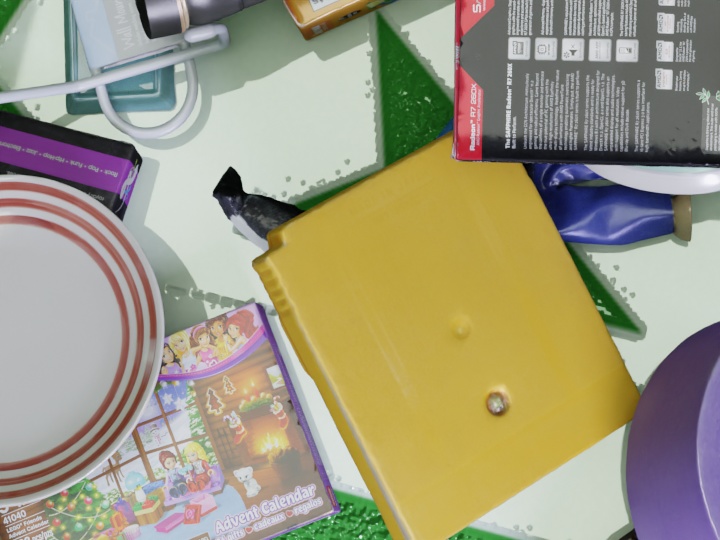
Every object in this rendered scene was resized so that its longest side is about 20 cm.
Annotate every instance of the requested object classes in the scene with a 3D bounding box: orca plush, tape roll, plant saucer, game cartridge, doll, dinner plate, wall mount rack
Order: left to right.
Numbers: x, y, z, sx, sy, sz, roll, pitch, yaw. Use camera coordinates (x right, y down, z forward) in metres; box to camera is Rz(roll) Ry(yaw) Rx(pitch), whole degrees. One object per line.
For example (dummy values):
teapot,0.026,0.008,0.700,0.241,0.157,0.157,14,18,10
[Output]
dinner plate,-0.212,0.042,1.417,0.199,0.024,0.201,-2,76,6
wall mount rack,-0.177,-0.173,1.450,0.173,0.075,0.201,-16,84,1
plant saucer,-0.154,-0.199,1.498,0.070,0.019,0.201,-3,85,5
orca plush,0.000,0.000,1.434,0.200,0.105,0.071,40,71,-2
game cartridge,0.051,0.035,1.374,0.176,0.032,0.201,-29,93,-25
doll,0.098,-0.043,1.447,0.199,0.048,0.137,-3,79,6
tape roll,0.257,0.115,1.362,0.199,0.085,0.201,6,75,-22

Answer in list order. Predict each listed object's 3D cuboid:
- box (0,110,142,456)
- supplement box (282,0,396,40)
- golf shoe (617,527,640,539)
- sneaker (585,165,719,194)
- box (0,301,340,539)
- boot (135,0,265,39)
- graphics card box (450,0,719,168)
box,-0.230,0.002,1.461,0.142,0.036,0.201,15,76,12
supplement box,0.041,-0.209,1.457,0.199,0.067,0.069,-22,86,4
golf shoe,0.191,0.169,1.402,0.200,0.094,0.078,-45,82,-1
sneaker,0.144,-0.128,1.385,0.200,0.119,0.074,33,50,28
box,-0.129,0.119,1.461,0.199,0.039,0.137,-22,83,4
boot,-0.081,-0.247,1.400,0.138,0.077,0.201,-13,97,-10
graphics card box,0.152,-0.120,1.335,0.199,0.051,0.126,1,93,10
